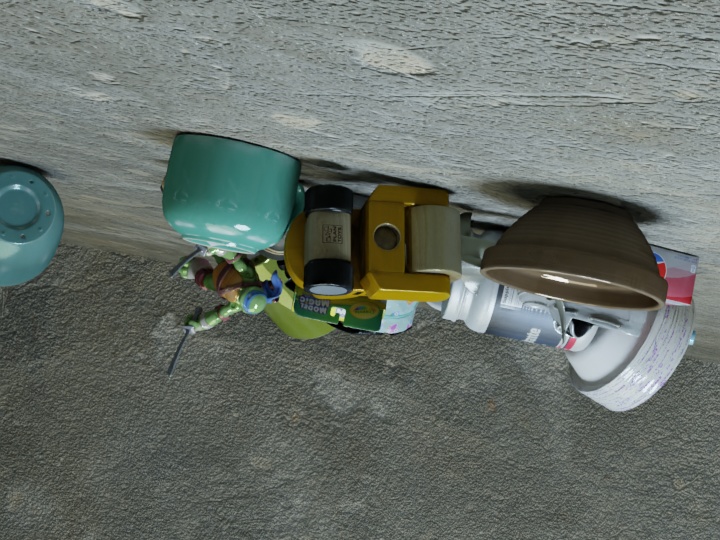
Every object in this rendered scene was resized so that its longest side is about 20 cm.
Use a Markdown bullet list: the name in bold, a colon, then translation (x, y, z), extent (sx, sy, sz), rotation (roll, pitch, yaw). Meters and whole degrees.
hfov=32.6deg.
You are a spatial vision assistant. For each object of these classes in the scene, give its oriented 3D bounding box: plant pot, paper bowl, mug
- **plant pot**: translation (0.233, -0.022, 1.321), extent (0.200, 0.093, 0.201), rotation (11, 172, 1)
- **plant pot**: translation (-0.589, -0.088, 2.065), extent (0.200, 0.201, 0.161), rotation (13, 162, -23)
- **paper bowl**: translation (0.360, 0.086, 1.708), extent (0.104, 0.201, 0.201), rotation (30, 170, -15)
- **mug**: translation (-0.139, -0.080, 1.436), extent (0.184, 0.115, 0.152), rotation (14, 175, -20)
- **plant pot**: translation (-0.126, -0.007, 2.101), extent (0.187, 0.188, 0.200), rotation (8, 160, 34)

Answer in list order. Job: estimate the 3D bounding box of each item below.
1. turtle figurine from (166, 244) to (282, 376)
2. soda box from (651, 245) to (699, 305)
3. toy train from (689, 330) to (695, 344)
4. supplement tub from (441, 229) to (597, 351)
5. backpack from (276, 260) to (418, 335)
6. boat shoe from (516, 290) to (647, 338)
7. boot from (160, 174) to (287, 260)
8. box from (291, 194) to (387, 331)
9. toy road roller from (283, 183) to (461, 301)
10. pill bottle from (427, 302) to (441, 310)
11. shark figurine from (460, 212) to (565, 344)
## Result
- **turtle figurine**: translation (-0.224, 0.007, 1.708), extent (0.200, 0.144, 0.194), rotation (-27, -147, -11)
- **soda box**: translation (0.316, -0.006, 1.527), extent (0.199, 0.064, 0.070), rotation (13, 176, -18)
- **toy train**: translation (0.419, 0.072, 1.882), extent (0.199, 0.056, 0.150), rotation (13, 142, 8)
- **supplement tub**: translation (0.218, 0.023, 1.646), extent (0.199, 0.141, 0.140), rotation (11, 175, -1)
- **backpack**: translation (0.000, 0.000, 1.682), extent (0.166, 0.127, 0.200), rotation (-9, -141, -31)
- **boat shoe**: translation (0.265, 0.048, 1.489), extent (0.072, 0.069, 0.200), rotation (17, 172, -43)
- **boot**: translation (-0.159, -0.104, 1.616), extent (0.199, 0.078, 0.138), rotation (25, 152, -5)
- **box**: translation (-0.018, -0.007, 1.551), extent (0.117, 0.200, 0.048), rotation (12, 141, -3)
- **toy road roller**: translation (0.010, -0.022, 1.439), extent (0.199, 0.123, 0.146), rotation (3, 166, -11)
- **pill bottle**: translation (0.179, 0.021, 1.895), extent (0.114, 0.115, 0.200), rotation (9, 174, 31)
- **shark figurine**: translation (0.163, 0.008, 1.505), extent (0.214, 0.090, 0.128), rotation (18, -140, 12)
